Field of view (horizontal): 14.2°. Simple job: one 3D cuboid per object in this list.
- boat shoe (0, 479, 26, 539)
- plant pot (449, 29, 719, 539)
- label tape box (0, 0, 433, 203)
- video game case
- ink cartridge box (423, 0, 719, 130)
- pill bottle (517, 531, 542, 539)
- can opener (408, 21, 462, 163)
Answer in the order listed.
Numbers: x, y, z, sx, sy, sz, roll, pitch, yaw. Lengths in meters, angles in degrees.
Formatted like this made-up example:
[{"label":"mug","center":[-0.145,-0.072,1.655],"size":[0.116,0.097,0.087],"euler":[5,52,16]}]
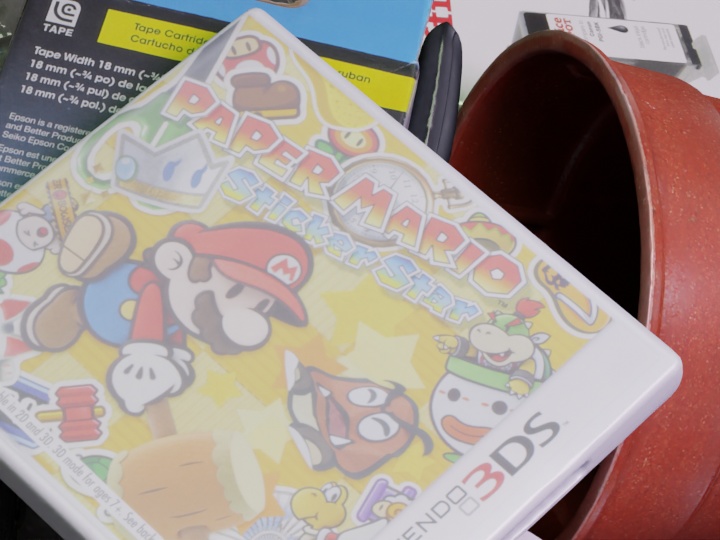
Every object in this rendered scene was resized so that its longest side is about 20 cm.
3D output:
[{"label":"boat shoe","center":[-0.155,0.075,1.018],"size":[0.073,0.065,0.200],"euler":[2,58,-16]},{"label":"plant pot","center":[0.144,0.022,1.078],"size":[0.195,0.201,0.201],"euler":[6,56,-23]},{"label":"label tape box","center":[-0.062,-0.025,1.014],"size":[0.144,0.063,0.200],"euler":[13,58,5]},{"label":"video game case","center":[-0.029,0.026,0.933],"size":[0.200,0.023,0.182],"euler":[40,65,20]},{"label":"ink cartridge box","center":[0.093,-0.097,1.194],"size":[0.200,0.083,0.147],"euler":[4,58,-15]},{"label":"pill bottle","center":[0.013,0.174,0.913],"size":[0.112,0.112,0.200],"euler":[21,43,-3]},{"label":"can opener","center":[0.000,0.000,1.074],"size":[0.063,0.079,0.200],"euler":[5,81,-2]}]
